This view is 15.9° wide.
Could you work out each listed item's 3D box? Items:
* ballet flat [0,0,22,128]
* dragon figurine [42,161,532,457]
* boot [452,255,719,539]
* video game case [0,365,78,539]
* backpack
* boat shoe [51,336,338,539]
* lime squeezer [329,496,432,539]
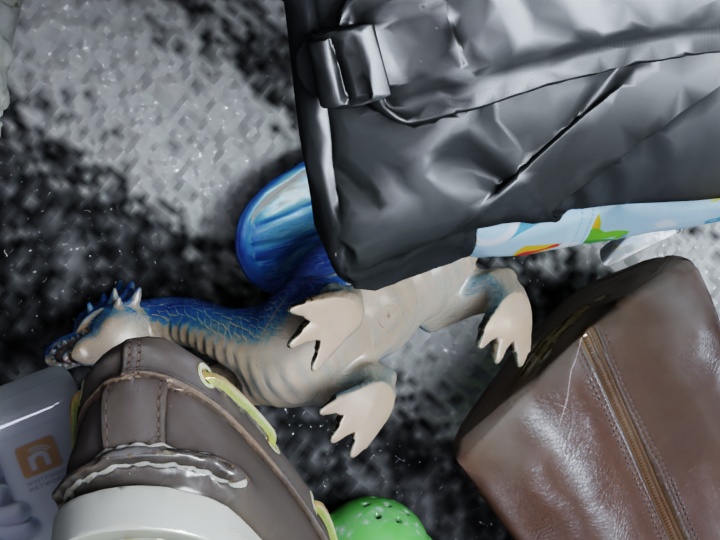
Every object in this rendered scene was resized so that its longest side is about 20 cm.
[{"bbox_3d":[-0.124,-0.104,0.716,0.072,0.072,0.201,-15,105,-12],"label":"ballet flat"},{"bbox_3d":[0.000,0.000,0.769,0.200,0.099,0.059,-34,118,-19],"label":"dragon figurine"},{"bbox_3d":[0.065,0.115,0.792,0.186,0.064,0.200,-42,124,-21],"label":"boot"},{"bbox_3d":[-0.152,0.138,0.753,0.199,0.023,0.182,-21,123,-10],"label":"video game case"},{"bbox_3d":[0.082,-0.088,0.570,0.199,0.154,0.164,-8,95,3],"label":"backpack"},{"bbox_3d":[-0.036,0.087,0.729,0.072,0.200,0.060,-7,60,12],"label":"boat shoe"},{"bbox_3d":[0.009,0.116,0.812,0.200,0.038,0.071,42,89,-20],"label":"lime squeezer"}]
